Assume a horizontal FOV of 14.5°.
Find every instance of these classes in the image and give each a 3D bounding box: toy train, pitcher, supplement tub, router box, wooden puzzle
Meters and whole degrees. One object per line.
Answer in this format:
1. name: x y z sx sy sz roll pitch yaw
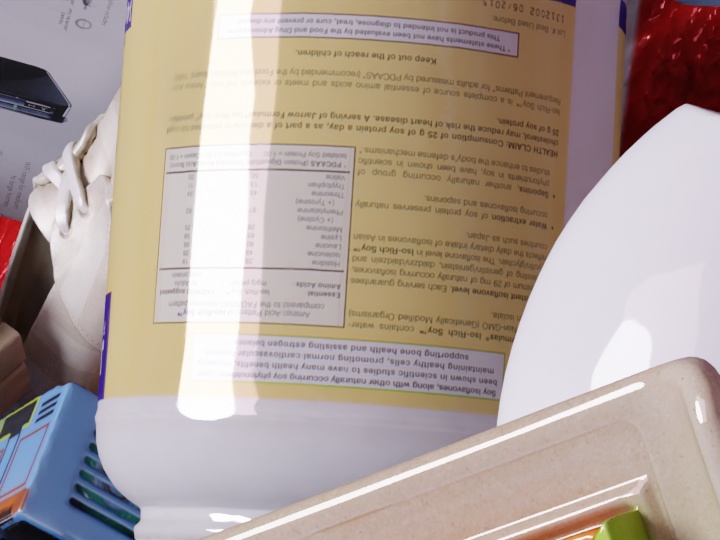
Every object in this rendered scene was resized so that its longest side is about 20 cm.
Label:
1. toy train: -0.136 0.121 1.062 0.200 0.087 0.115 -31 32 52
2. pitcher: 0.100 0.075 0.639 0.171 0.121 0.201 22 97 44
3. supplement tub: 0.000 0.000 0.804 0.145 0.145 0.201 -8 77 60
4. router box: -0.155 -0.096 1.107 0.200 0.179 0.049 115 166 -59
5. wooden puzzle: 0.026 0.134 0.616 0.200 0.037 0.186 -24 82 37

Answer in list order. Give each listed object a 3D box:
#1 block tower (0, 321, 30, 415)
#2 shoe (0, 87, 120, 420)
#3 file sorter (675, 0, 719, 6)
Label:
1. block tower: -0.216 -0.006 1.097 0.058 0.200 0.054 -42 -29 -28
2. shoe: -0.110 0.004 1.089 0.070 0.053 0.201 -106 32 -52
3. file sorter: 0.083 -0.177 0.742 0.123 0.200 0.139 -54 25 -13
